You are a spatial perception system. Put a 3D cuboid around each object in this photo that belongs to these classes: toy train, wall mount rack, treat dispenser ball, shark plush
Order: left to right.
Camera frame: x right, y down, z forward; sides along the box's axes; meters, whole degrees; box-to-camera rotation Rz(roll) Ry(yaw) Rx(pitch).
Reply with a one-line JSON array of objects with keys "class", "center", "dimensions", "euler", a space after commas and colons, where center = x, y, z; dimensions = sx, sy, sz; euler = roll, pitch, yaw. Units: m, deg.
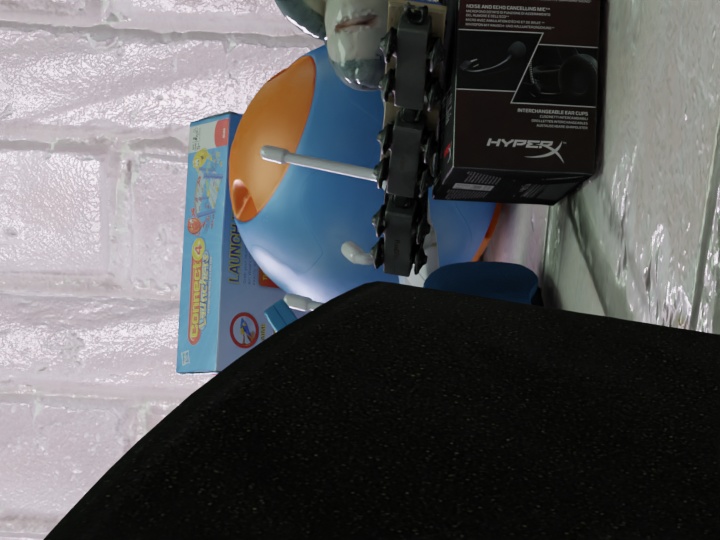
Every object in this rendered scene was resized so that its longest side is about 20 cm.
[{"class": "wall mount rack", "center": [0.000, 0.000, 1.163], "dimensions": [0.174, 0.074, 0.201], "euler": [-125, 25, -57]}, {"class": "treat dispenser ball", "center": [0.004, -0.066, 1.306], "dimensions": [0.201, 0.200, 0.202], "euler": [-177, 90, -88]}, {"class": "shark plush", "center": [0.006, -0.113, 1.026], "dimensions": [0.200, 0.090, 0.084], "euler": [82, 173, -73]}, {"class": "toy train", "center": [0.027, -0.072, 0.958], "dimensions": [0.200, 0.034, 0.046], "euler": [93, -170, -51]}]

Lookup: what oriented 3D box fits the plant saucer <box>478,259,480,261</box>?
[{"class": "plant saucer", "center": [0.069, -0.003, 1.508], "dimensions": [0.201, 0.051, 0.202], "euler": [-178, 90, -87]}]

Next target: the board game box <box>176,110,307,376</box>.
[{"class": "board game box", "center": [-0.046, -0.009, 1.427], "dimensions": [0.056, 0.195, 0.201], "euler": [-6, 78, 50]}]

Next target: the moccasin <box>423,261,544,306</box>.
[{"class": "moccasin", "center": [0.069, 0.049, 1.016], "dimensions": [0.200, 0.080, 0.069], "euler": [-85, -11, -72]}]

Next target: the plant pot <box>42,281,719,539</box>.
[{"class": "plant pot", "center": [0.039, 0.112, 0.421], "dimensions": [0.178, 0.199, 0.200], "euler": [-70, -14, -58]}]

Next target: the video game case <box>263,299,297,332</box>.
[{"class": "video game case", "center": [0.006, 0.118, 1.170], "dimensions": [0.143, 0.018, 0.200], "euler": [53, 175, 34]}]

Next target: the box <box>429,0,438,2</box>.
[{"class": "box", "center": [0.001, -0.212, 1.133], "dimensions": [0.049, 0.200, 0.161], "euler": [-55, 25, -4]}]

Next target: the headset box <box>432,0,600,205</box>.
[{"class": "headset box", "center": [0.082, -0.142, 0.963], "dimensions": [0.149, 0.077, 0.201], "euler": [114, 159, -85]}]
